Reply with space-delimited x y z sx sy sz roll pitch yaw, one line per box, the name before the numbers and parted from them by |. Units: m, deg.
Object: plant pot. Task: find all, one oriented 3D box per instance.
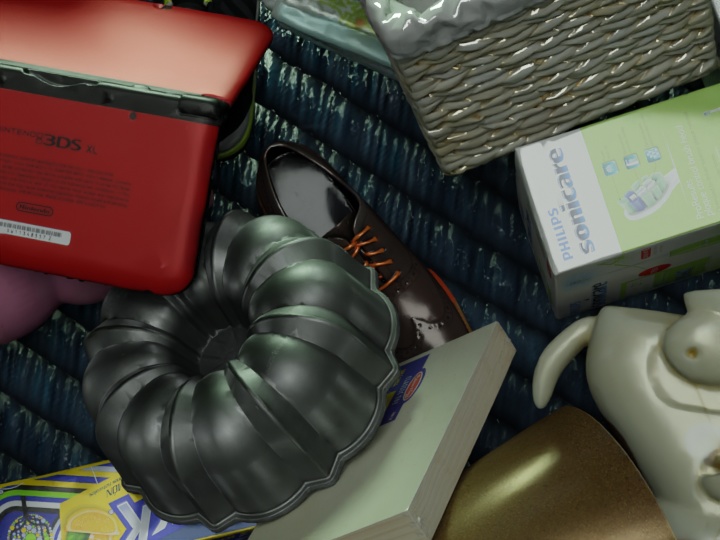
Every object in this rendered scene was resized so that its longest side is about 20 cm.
plant pot | 0.067 0.200 1.310 0.200 0.186 0.186 -22 76 -15

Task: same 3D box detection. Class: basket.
basket | 0.088 -0.191 1.370 0.200 0.161 0.198 -22 53 -1

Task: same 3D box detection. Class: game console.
game console | -0.171 -0.085 1.407 0.200 0.119 0.172 10 94 11

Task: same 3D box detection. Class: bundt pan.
bundt pan | -0.081 0.049 1.369 0.202 0.076 0.202 -14 54 20

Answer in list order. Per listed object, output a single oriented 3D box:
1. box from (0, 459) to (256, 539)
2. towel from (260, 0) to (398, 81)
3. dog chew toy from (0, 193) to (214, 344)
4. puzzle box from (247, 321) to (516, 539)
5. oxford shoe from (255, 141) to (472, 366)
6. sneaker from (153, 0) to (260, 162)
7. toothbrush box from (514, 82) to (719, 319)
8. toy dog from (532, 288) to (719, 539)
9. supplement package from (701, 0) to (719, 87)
box | -0.135 0.150 1.438 0.200 0.070 0.064 -14 77 2
towel | 0.054 -0.203 1.509 0.200 0.048 0.171 25 82 10
dog chew toy | -0.191 -0.027 1.461 0.200 0.125 0.125 -15 77 -6
puzzle box | 0.010 0.112 1.358 0.133 0.200 0.025 -25 109 31
oxford shoe | 0.000 0.000 1.456 0.071 0.073 0.200 -43 77 -4
sneaker | -0.099 -0.167 1.496 0.072 0.083 0.200 -9 77 3
toothbrush box | 0.201 -0.050 1.411 0.200 0.146 0.086 -16 77 1
toy dog | 0.205 0.116 1.379 0.194 0.140 0.200 -3 82 -1
supplement package | 0.260 -0.229 1.440 0.151 0.152 0.200 -20 77 1
